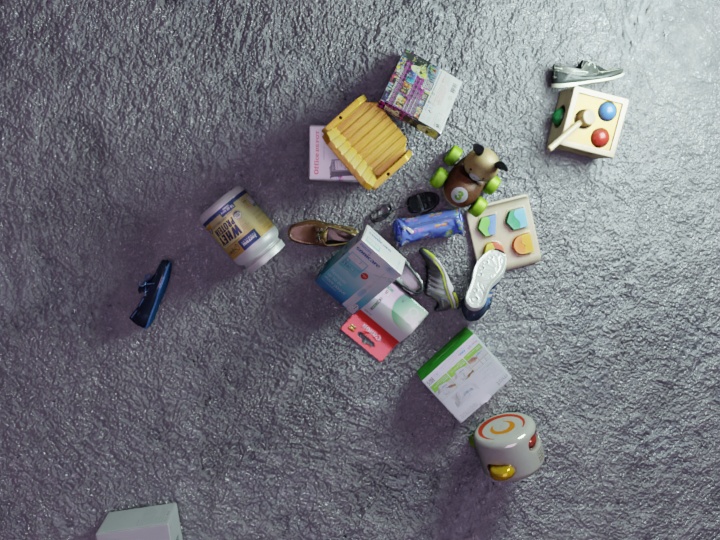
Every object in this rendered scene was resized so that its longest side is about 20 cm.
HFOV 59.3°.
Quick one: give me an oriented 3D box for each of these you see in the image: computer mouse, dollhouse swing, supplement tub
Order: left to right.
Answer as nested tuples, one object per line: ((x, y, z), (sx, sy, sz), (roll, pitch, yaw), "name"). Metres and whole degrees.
((-0.308, -0.105, 1.667), (0.144, 0.144, 0.200), (-39, 99, 2), "supplement tub")
((0.021, -0.318, 1.561), (0.182, 0.176, 0.200), (-41, 98, 1), "dollhouse swing")
((0.123, -0.170, 1.749), (0.199, 0.034, 0.059), (-15, 72, 5), "computer mouse")

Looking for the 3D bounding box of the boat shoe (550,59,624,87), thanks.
((0.616, -0.537, 1.711), (0.199, 0.072, 0.068), (-6, 103, -2), "boat shoe")

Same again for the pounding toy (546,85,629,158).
((0.592, -0.387, 1.696), (0.199, 0.142, 0.185), (12, 97, -6), "pounding toy")

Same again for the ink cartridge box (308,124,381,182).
((-0.039, -0.310, 1.688), (0.199, 0.086, 0.149), (0, 99, -6), "ink cartridge box")

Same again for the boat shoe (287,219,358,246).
((-0.101, -0.101, 1.722), (0.199, 0.068, 0.072), (0, 99, -4), "boat shoe")

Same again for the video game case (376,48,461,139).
((0.157, -0.463, 1.655), (0.181, 0.036, 0.201), (27, 62, -9), "video game case")

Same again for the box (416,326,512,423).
((0.295, 0.296, 1.798), (0.200, 0.097, 0.177), (-43, 100, 2), "box")

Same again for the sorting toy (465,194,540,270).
((0.405, -0.097, 1.778), (0.184, 0.036, 0.201), (-14, 100, -2), "sorting toy")

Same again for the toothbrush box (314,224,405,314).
((0.000, 0.000, 1.691), (0.146, 0.085, 0.200), (42, 121, -14), "toothbrush box")

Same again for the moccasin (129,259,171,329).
((-0.571, 0.060, 1.705), (0.068, 0.080, 0.201), (23, 95, -3), "moccasin")

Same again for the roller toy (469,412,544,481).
((0.423, 0.505, 1.793), (0.182, 0.200, 0.140), (-21, 100, -7), "roller toy")

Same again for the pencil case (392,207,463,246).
((0.186, -0.120, 1.734), (0.199, 0.087, 0.078), (-11, 83, -4), "pencil case")

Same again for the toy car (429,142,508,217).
((0.304, -0.258, 1.650), (0.164, 0.200, 0.158), (35, 72, -5), "toy car")

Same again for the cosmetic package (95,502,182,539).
((-0.615, 0.789, 1.788), (0.199, 0.123, 0.201), (-7, 99, -5), "cosmetic package")

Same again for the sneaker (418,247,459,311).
((0.207, 0.029, 1.766), (0.081, 0.074, 0.201), (-27, 98, 3), "sneaker")

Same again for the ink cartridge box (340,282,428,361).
((0.066, 0.141, 1.783), (0.161, 0.050, 0.200), (40, 92, -9), "ink cartridge box")

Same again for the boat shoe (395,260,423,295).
((0.099, -0.010, 1.747), (0.200, 0.060, 0.076), (39, 87, -2), "boat shoe")

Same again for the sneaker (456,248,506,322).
((0.340, 0.050, 1.765), (0.080, 0.147, 0.201), (24, 70, 15), "sneaker")
